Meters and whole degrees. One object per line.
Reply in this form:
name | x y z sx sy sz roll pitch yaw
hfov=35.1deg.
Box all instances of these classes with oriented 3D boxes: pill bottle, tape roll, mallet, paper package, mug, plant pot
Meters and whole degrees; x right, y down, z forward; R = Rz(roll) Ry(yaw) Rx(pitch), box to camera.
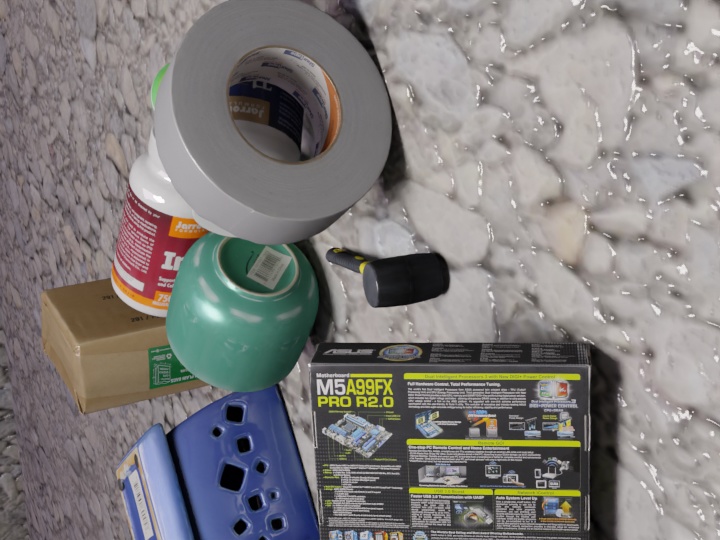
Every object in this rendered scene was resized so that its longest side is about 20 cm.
pill bottle | -0.204 -0.059 1.240 0.113 0.111 0.202 53 137 40
tape roll | -0.074 -0.128 0.970 0.066 0.197 0.204 -35 69 61
mallet | 0.000 0.000 1.020 0.199 0.065 0.042 13 111 62
pill bottle | -0.108 -0.140 1.062 0.111 0.109 0.204 135 142 -59
paper package | -0.304 0.088 1.507 0.190 0.197 0.105 38 132 53
mug | -0.124 0.016 1.177 0.187 0.150 0.115 62 146 30
plant pot | -0.180 0.266 1.354 0.200 0.177 0.203 -43 62 60

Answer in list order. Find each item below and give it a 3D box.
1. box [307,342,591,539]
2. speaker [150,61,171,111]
box | 0.065 0.134 0.812 0.044 0.196 0.163 -61 -31 -72
speaker | -0.170 -0.203 1.261 0.199 0.087 0.090 2 102 63
